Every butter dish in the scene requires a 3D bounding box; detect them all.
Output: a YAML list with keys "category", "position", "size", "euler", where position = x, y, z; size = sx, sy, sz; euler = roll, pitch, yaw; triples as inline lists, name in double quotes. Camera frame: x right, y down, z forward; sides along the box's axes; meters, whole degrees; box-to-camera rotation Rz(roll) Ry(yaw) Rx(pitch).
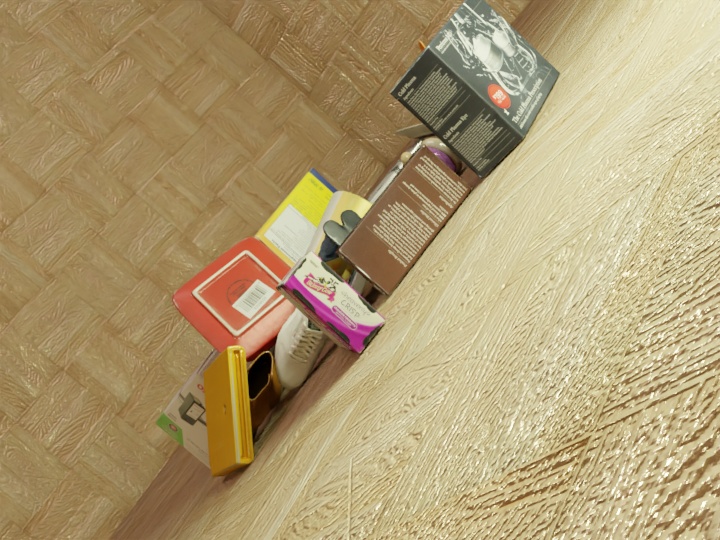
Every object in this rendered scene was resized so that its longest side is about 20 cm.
- category: "butter dish"
  position: [-0.200, 0.078, 1.690]
  size: [0.199, 0.199, 0.149]
  euler: [-39, -30, -22]

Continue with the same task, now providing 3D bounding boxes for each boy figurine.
- category: "boy figurine"
  position: [-0.049, -0.011, 1.578]
  size: [0.123, 0.065, 0.201]
  euler: [-32, -22, -33]

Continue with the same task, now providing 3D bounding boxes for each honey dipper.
- category: "honey dipper"
  position: [0.076, -0.142, 1.734]
  size: [0.038, 0.037, 0.202]
  euler: [-53, -16, -31]

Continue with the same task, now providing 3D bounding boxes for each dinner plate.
- category: "dinner plate"
  position: [0.167, -0.287, 1.894]
  size: [0.195, 0.025, 0.200]
  euler: [-10, 4, 1]

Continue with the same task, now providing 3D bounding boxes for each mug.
- category: "mug"
  position: [-0.029, -0.048, 1.765]
  size: [0.155, 0.148, 0.187]
  euler: [-56, -10, -18]

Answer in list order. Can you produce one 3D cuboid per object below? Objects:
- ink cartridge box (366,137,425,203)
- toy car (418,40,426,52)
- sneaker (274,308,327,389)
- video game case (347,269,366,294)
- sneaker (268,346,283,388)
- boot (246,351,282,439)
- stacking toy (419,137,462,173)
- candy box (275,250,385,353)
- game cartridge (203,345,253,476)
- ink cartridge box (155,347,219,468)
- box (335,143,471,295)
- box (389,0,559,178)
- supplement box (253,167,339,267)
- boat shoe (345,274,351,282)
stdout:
- category: "ink cartridge box"
  position: [0.087, -0.169, 1.954]
  size: [0.201, 0.084, 0.146]
  euler: [-51, 6, -1]
- category: "toy car"
  position: [0.172, -0.328, 1.656]
  size: [0.185, 0.199, 0.177]
  euler: [-50, 5, 2]
- category: "sneaker"
  position: [-0.084, 0.099, 1.506]
  size: [0.081, 0.075, 0.204]
  euler: [-118, 49, -76]
- category: "video game case"
  position: [0.000, 0.000, 1.540]
  size: [0.182, 0.023, 0.204]
  euler: [-91, 22, -82]
- category: "sneaker"
  position: [-0.177, 0.218, 1.709]
  size: [0.072, 0.071, 0.203]
  euler: [83, -153, -64]
- category: "boot"
  position: [-0.162, 0.180, 1.584]
  size: [0.203, 0.069, 0.146]
  euler: [-74, 1, -48]
- category: "stacking toy"
  position: [0.097, -0.127, 1.629]
  size: [0.202, 0.085, 0.085]
  euler: [-58, 8, -23]
- category: "candy box"
  position: [-0.045, 0.044, 1.308]
  size: [0.061, 0.136, 0.200]
  euler: [-48, 5, -8]
- category: "game cartridge"
  position: [-0.213, 0.229, 1.515]
  size: [0.200, 0.032, 0.181]
  euler: [139, 127, -65]
- category: "ink cartridge box"
  position: [-0.282, 0.265, 1.815]
  size: [0.200, 0.145, 0.084]
  euler: [-47, 5, 40]
- category: "box"
  position: [0.062, -0.072, 1.392]
  size: [0.201, 0.100, 0.075]
  euler: [-50, 5, -6]
- category: "box"
  position: [0.169, -0.271, 1.370]
  size: [0.104, 0.181, 0.201]
  euler: [-44, 8, 45]
- category: "supplement box"
  position: [-0.126, -0.082, 1.878]
  size: [0.201, 0.108, 0.109]
  euler: [-52, 6, -29]
- category: "boat shoe"
  position: [-0.070, 0.068, 1.731]
  size: [0.200, 0.071, 0.076]
  euler: [-47, 6, 38]
